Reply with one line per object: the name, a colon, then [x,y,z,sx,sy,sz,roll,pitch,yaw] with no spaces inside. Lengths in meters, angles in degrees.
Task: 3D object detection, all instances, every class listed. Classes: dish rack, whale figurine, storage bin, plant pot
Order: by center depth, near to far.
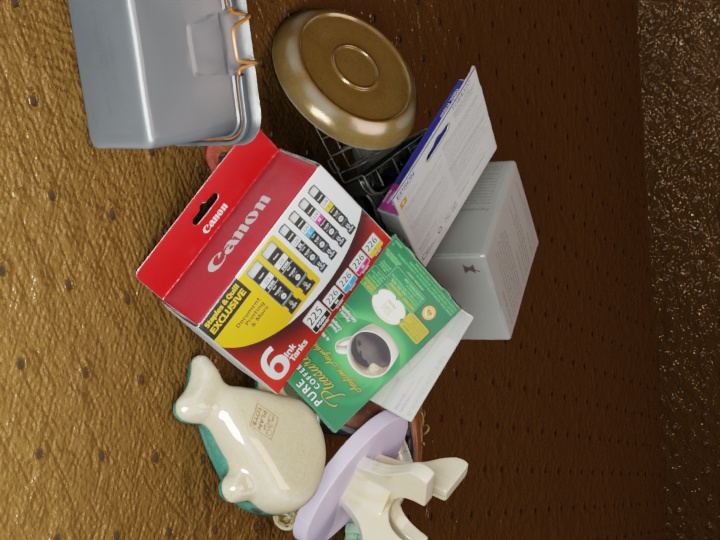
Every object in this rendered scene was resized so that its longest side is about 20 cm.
storage bin: [-0.181,-0.201,1.204,0.134,0.144,0.203,-27,116,-51]
whale figurine: [-0.129,0.177,1.390,0.200,0.103,0.160,41,47,-29]
plant pot: [-0.011,-0.234,1.543,0.198,0.027,0.202,18,52,-24]
dish rack: [-0.003,-0.199,1.593,0.153,0.054,0.202,-39,105,-46]

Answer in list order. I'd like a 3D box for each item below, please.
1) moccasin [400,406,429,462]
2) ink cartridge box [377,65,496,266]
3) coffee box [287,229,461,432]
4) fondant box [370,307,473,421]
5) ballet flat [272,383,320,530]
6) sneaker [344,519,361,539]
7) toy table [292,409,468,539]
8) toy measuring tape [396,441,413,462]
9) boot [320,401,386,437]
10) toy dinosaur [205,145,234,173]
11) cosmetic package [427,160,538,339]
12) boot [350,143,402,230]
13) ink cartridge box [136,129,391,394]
moccasin: [0.058,0.205,1.811,0.077,0.073,0.204,1,80,-56]
ink cartridge box: [0.093,-0.128,1.604,0.197,0.043,0.200,-58,155,-15]
coffee box: [0.000,0.066,1.443,0.200,0.044,0.123,-45,109,-3]
fondant box: [0.009,0.062,1.499,0.199,0.058,0.145,30,93,-18]
ballet flat: [-0.082,0.206,1.511,0.069,0.069,0.203,-25,114,-63]
sneaker: [0.003,0.321,1.676,0.119,0.073,0.202,74,19,-45]
toy table: [0.028,0.265,1.522,0.200,0.116,0.185,-50,155,-24]
toy measuring tape: [0.042,0.205,1.730,0.073,0.073,0.202,-2,72,-65]
boot: [0.007,0.101,1.597,0.187,0.068,0.203,7,86,-53]
toy dinosaur: [-0.101,-0.062,1.385,0.181,0.104,0.202,28,71,-41]
cosmetic package: [0.143,-0.029,1.870,0.201,0.164,0.168,-67,147,-41]
boot: [0.017,-0.117,1.660,0.202,0.069,0.132,65,27,-12]
ink cartridge box: [-0.095,-0.012,1.307,0.201,0.084,0.176,-54,129,-9]
